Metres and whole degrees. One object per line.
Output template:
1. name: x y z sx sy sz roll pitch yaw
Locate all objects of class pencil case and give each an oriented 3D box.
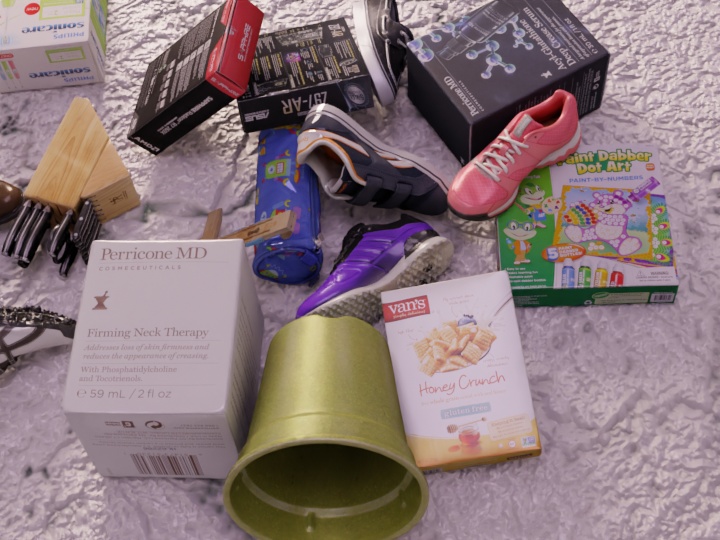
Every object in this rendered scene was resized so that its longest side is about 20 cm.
1. pencil case: -0.082 -0.080 1.409 0.086 0.078 0.201 -16 56 23

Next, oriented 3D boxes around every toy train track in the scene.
1. toy train track: -0.138 -0.024 1.358 0.199 0.032 0.115 -19 49 41

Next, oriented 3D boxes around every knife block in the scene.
1. knife block: -0.364 -0.093 1.447 0.175 0.064 0.200 -26 61 -12

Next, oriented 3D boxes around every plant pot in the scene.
1. plant pot: -0.033 0.153 1.217 0.199 0.201 0.185 -2 47 3

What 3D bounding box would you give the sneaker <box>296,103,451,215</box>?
1. sneaker: 0.013 -0.106 1.391 0.199 0.078 0.080 30 55 -9

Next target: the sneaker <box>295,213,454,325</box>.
1. sneaker: 0.000 0.000 1.368 0.199 0.070 0.100 -30 54 -18

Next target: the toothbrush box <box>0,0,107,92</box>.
1. toothbrush box: -0.414 -0.342 1.590 0.145 0.086 0.201 -5 60 1

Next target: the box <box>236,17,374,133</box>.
1. box: -0.078 -0.243 1.481 0.159 0.044 0.200 -13 32 -4

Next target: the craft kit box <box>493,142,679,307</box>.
1. craft kit box: 0.254 -0.054 1.392 0.199 0.049 0.199 -2 56 3

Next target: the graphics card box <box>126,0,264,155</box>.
1. graphics card box: -0.200 -0.234 1.458 0.199 0.051 0.126 -25 46 43

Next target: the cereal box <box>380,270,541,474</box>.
1. cereal box: 0.105 0.108 1.284 0.143 0.040 0.201 -10 69 3

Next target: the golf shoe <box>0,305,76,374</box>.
1. golf shoe: -0.410 0.089 1.346 0.199 0.078 0.095 -1 98 -16

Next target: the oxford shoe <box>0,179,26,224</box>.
1. oxford shoe: -0.500 -0.100 1.452 0.199 0.085 0.073 9 58 8

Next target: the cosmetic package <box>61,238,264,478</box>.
1. cosmetic package: -0.199 0.094 1.263 0.166 0.167 0.201 -1 58 4

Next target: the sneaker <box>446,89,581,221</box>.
1. sneaker: 0.172 -0.139 1.375 0.200 0.087 0.074 -39 62 -18

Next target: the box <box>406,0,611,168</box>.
1. box: 0.176 -0.237 1.470 0.199 0.107 0.149 -29 62 -12

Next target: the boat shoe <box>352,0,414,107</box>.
1. boat shoe: 0.035 -0.280 1.510 0.067 0.072 0.201 -16 40 7
